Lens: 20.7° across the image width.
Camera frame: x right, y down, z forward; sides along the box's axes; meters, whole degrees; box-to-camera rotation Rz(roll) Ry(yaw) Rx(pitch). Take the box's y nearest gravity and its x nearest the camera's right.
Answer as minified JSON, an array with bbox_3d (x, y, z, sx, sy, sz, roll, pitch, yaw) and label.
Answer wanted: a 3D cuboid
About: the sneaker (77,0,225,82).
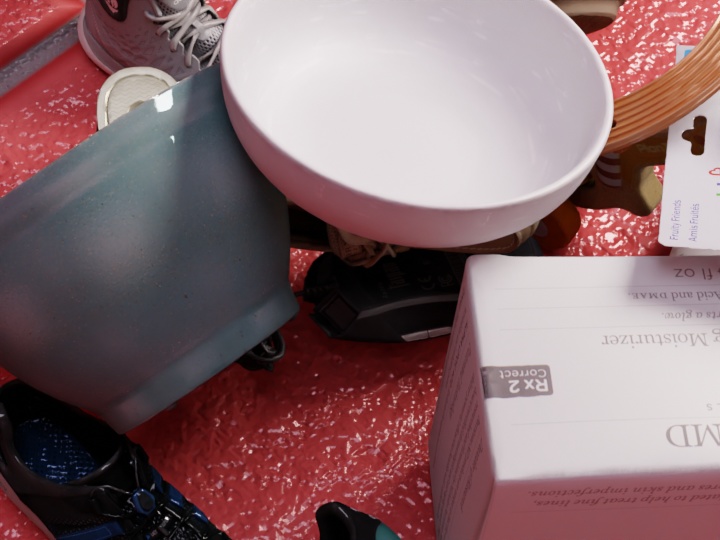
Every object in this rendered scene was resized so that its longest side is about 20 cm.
[{"bbox_3d":[-0.099,-0.140,1.215,0.200,0.116,0.075,31,61,17],"label":"sneaker"}]

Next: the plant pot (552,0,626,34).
[{"bbox_3d":[0.105,-0.193,1.236,0.200,0.201,0.093,-8,88,-7],"label":"plant pot"}]

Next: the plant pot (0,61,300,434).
[{"bbox_3d":[-0.116,0.001,1.040,0.200,0.200,0.134,-35,93,-22],"label":"plant pot"}]

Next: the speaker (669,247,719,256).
[{"bbox_3d":[0.231,-0.024,1.174,0.081,0.081,0.200,19,58,10],"label":"speaker"}]

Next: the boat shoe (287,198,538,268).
[{"bbox_3d":[0.001,-0.031,1.130,0.200,0.072,0.065,10,57,11],"label":"boat shoe"}]

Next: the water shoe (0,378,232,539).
[{"bbox_3d":[-0.128,0.135,1.058,0.200,0.079,0.072,34,62,18],"label":"water shoe"}]

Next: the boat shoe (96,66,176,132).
[{"bbox_3d":[-0.131,-0.016,1.169,0.072,0.068,0.200,4,72,-10],"label":"boat shoe"}]

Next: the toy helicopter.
[{"bbox_3d":[0.148,-0.085,1.139,0.200,0.132,0.079,2,44,50],"label":"toy helicopter"}]

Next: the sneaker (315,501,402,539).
[{"bbox_3d":[-0.037,0.207,1.005,0.080,0.071,0.200,44,52,-15],"label":"sneaker"}]

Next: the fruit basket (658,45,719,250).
[{"bbox_3d":[0.255,-0.069,0.993,0.200,0.094,0.185,7,39,8],"label":"fruit basket"}]

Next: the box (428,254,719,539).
[{"bbox_3d":[0.145,0.095,1.020,0.199,0.200,0.131,-1,57,-6],"label":"box"}]

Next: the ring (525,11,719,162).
[{"bbox_3d":[0.144,-0.132,1.079,0.200,0.019,0.201,-24,38,20],"label":"ring"}]

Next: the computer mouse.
[{"bbox_3d":[0.000,0.000,1.177,0.200,0.046,0.141,-16,43,-15],"label":"computer mouse"}]

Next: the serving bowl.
[{"bbox_3d":[0.025,-0.080,1.006,0.200,0.066,0.200,6,46,-6],"label":"serving bowl"}]
